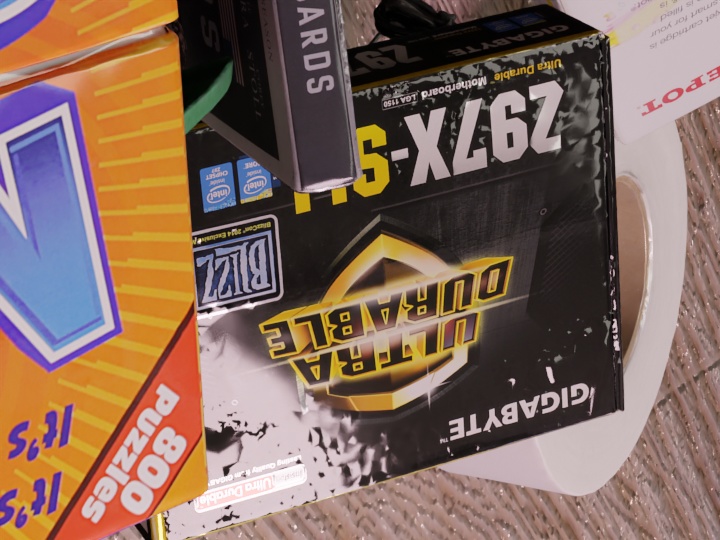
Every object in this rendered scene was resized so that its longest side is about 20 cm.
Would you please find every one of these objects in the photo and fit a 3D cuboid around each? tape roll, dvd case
[{"bbox_3d":[0.089,0.003,1.268,0.202,0.071,0.203,-28,122,-59],"label":"tape roll"},{"bbox_3d":[-0.051,-0.119,0.827,0.025,0.200,0.151,-13,110,-16],"label":"dvd case"}]

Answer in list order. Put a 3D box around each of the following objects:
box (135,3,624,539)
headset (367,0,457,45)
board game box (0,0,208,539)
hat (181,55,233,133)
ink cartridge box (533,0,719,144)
[{"bbox_3d":[0.000,0.000,0.989,0.200,0.049,0.160,-14,114,-22],"label":"box"},{"bbox_3d":[0.006,-0.011,1.066,0.123,0.094,0.200,-24,130,-61],"label":"headset"},{"bbox_3d":[-0.172,-0.043,0.510,0.200,0.200,0.200,-21,118,-38],"label":"board game box"},{"bbox_3d":[-0.149,-0.081,0.746,0.176,0.166,0.200,56,-4,-11],"label":"hat"},{"bbox_3d":[0.124,-0.183,1.135,0.145,0.145,0.200,64,2,35],"label":"ink cartridge box"}]
